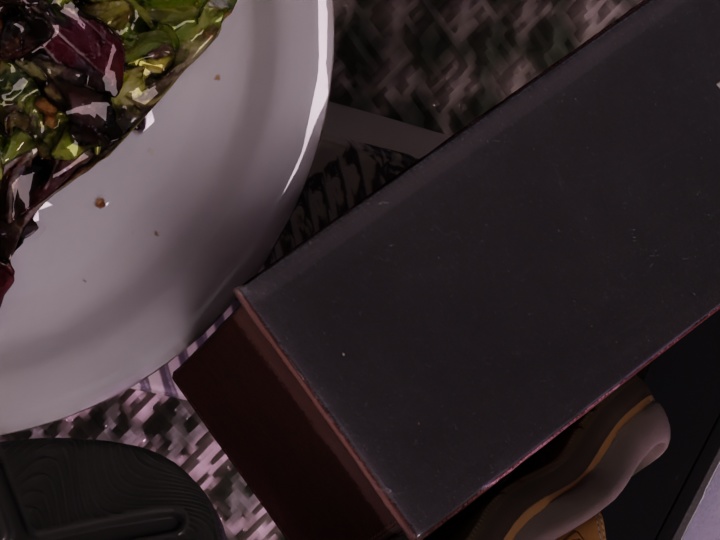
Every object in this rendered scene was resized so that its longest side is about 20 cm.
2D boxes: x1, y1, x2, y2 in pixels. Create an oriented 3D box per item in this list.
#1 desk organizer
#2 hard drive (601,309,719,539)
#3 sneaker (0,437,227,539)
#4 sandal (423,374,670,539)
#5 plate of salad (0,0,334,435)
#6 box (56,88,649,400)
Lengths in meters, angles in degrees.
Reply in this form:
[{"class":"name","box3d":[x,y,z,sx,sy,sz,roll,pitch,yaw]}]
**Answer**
[{"class":"desk organizer","box3d":[0.054,-0.010,0.748,0.200,0.077,0.072,-36,87,-24]},{"class":"hard drive","box3d":[0.115,0.080,0.890,0.140,0.033,0.200,-64,154,5]},{"class":"sneaker","box3d":[-0.113,0.110,0.772,0.200,0.076,0.115,-24,154,10]},{"class":"sandal","box3d":[0.028,0.087,0.722,0.055,0.082,0.200,55,33,1]},{"class":"plate of salad","box3d":[-0.105,-0.056,0.706,0.199,0.048,0.201,0,99,-3]},{"class":"box","box3d":[0.000,0.000,0.820,0.199,0.068,0.083,12,101,-33]}]
